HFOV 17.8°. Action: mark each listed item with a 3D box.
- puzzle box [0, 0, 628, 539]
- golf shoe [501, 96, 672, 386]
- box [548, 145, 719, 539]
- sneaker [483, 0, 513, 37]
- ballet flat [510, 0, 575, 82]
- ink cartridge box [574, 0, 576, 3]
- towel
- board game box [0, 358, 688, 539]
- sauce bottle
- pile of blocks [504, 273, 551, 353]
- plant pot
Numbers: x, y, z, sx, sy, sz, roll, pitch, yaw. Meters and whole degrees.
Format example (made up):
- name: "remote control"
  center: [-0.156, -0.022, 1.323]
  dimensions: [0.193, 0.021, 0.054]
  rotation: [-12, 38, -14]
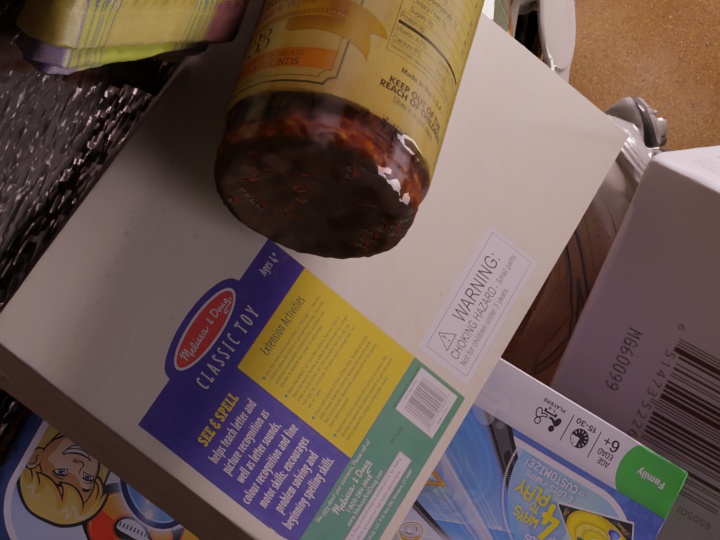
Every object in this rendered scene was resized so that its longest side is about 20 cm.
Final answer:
- name: "puzzle box"
  center: [-0.013, -0.010, 0.700]
  dimensions: [0.200, 0.133, 0.025]
  rotation: [-56, -169, -31]
- name: "golf shoe"
  center: [0.067, 0.018, 0.933]
  dimensions: [0.097, 0.078, 0.200]
  rotation: [-12, 134, -23]
- name: "box"
  center: [0.155, 0.041, 0.860]
  dimensions: [0.200, 0.106, 0.152]
  rotation: [-10, 126, -64]
- name: "sneaker"
  center: [0.006, -0.070, 0.812]
  dimensions: [0.090, 0.067, 0.200]
  rotation: [75, 29, -49]
- name: "ballet flat"
  center: [0.053, -0.064, 0.941]
  dimensions: [0.071, 0.071, 0.200]
  rotation: [-33, 133, -70]
- name: "ink cartridge box"
  center: [0.095, -0.194, 0.964]
  dimensions: [0.200, 0.037, 0.095]
  rotation: [100, -1, -50]
- name: "towel"
  center: [-0.028, -0.142, 0.601]
  dimensions: [0.200, 0.023, 0.144]
  rotation: [-67, 169, 13]
- name: "board game box"
  center: [-0.011, 0.074, 0.730]
  dimensions: [0.135, 0.200, 0.034]
  rotation: [-62, -167, -11]
- name: "sauce bottle"
  center: [0.010, -0.100, 0.695]
  dimensions: [0.066, 0.066, 0.200]
  rotation: [99, 5, -58]
- name: "pile of blocks"
  center: [0.000, 0.000, 0.886]
  dimensions: [0.200, 0.062, 0.082]
  rotation: [161, -73, -65]
- name: "plant pot"
  center: [0.084, -0.031, 1.074]
  dimensions: [0.200, 0.186, 0.186]
  rotation: [-41, 162, -20]
